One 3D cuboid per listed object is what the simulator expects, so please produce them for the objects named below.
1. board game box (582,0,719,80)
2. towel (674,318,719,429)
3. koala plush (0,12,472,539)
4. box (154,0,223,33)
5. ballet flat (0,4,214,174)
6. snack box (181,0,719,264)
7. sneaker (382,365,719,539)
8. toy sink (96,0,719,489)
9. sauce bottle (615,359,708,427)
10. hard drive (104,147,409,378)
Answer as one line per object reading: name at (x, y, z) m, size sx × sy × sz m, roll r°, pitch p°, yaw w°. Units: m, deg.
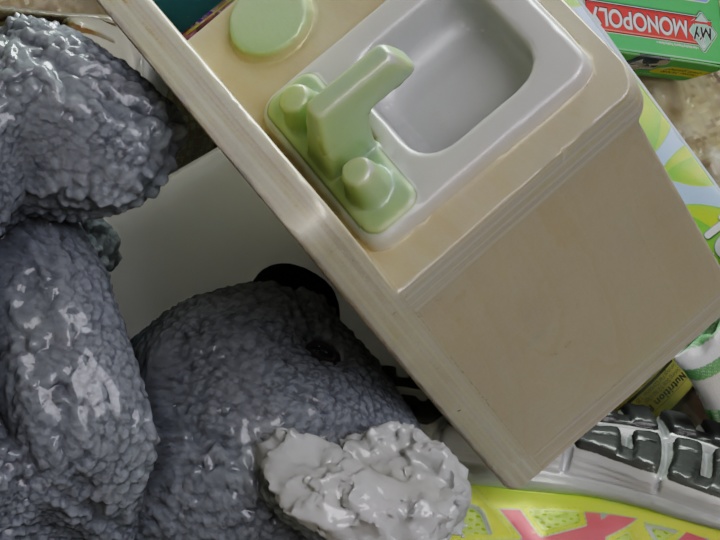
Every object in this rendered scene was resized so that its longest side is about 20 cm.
board game box at (0.071, -0.157, 1.159) m, size 0.200 × 0.029 × 0.135 m, roll 4°, pitch 78°, yaw -40°
towel at (0.192, 0.044, 1.092) m, size 0.153 × 0.023 × 0.200 m, roll -57°, pitch 137°, yaw -26°
koala plush at (-0.066, 0.053, 0.889) m, size 0.200 × 0.177 × 0.184 m, roll 24°, pitch 70°, yaw -7°
box at (-0.096, -0.158, 1.105) m, size 0.200 × 0.049 × 0.082 m, roll 28°, pitch 62°, yaw -14°
ballet flat at (-0.134, -0.073, 1.053) m, size 0.199 × 0.062 × 0.068 m, roll 3°, pitch 73°, yaw -25°
snack box at (0.038, -0.047, 1.058) m, size 0.142 × 0.053 × 0.200 m, roll -38°, pitch 98°, yaw -2°
sneaker at (0.081, 0.097, 0.992) m, size 0.199 × 0.078 × 0.091 m, roll 12°, pitch 104°, yaw 7°
toy sink at (0.025, -0.042, 0.887) m, size 0.112 × 0.200 × 0.130 m, roll -41°, pitch 55°, yaw 0°
sauce bottle at (0.113, 0.051, 1.128) m, size 0.200 × 0.065 × 0.065 m, roll 49°, pitch 61°, yaw -5°
hard drive at (0.000, 0.000, 1.019) m, size 0.200 × 0.027 × 0.132 m, roll -30°, pitch 98°, yaw -2°
